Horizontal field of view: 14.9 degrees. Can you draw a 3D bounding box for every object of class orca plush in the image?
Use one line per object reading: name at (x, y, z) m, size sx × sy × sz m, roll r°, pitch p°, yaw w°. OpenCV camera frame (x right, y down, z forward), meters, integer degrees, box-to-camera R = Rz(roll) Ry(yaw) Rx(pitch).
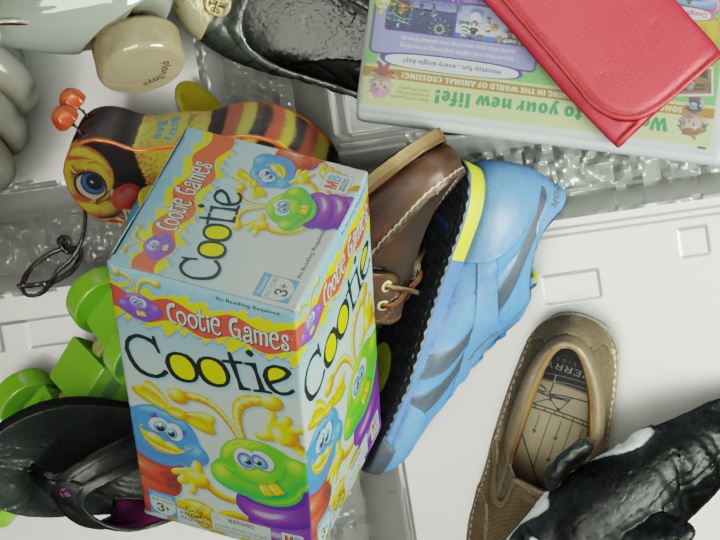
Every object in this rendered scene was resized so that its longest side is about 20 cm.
orca plush at (0.169, 0.136, 1.506) m, size 0.200 × 0.071 × 0.105 m, roll -21°, pitch 127°, yaw -19°

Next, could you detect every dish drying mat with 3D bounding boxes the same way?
dish drying mat at (0.098, -0.164, 1.458) m, size 0.077 × 0.018 × 0.200 m, roll -41°, pitch 86°, yaw 2°

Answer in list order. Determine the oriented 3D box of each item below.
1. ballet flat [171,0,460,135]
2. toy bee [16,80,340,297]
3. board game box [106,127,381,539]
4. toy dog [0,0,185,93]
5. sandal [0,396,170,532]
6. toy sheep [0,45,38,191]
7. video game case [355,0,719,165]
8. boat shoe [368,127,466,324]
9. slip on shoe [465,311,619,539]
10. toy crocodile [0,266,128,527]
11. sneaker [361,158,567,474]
ballet flat at (-0.010, -0.128, 1.521) m, size 0.199 × 0.057 × 0.067 m, roll 19°, pitch 100°, yaw 2°
toy bee at (-0.119, -0.054, 1.509) m, size 0.200 × 0.131 × 0.109 m, roll -27°, pitch 121°, yaw 2°
board game box at (-0.056, 0.041, 1.435) m, size 0.103 × 0.105 × 0.200 m, roll 14°, pitch 140°, yaw 16°
toy dog at (-0.176, -0.153, 1.461) m, size 0.132 × 0.200 × 0.096 m, roll 55°, pitch 147°, yaw 21°
sandal at (-0.118, 0.115, 1.539) m, size 0.200 × 0.048 × 0.076 m, roll 6°, pitch 114°, yaw -20°
toy sheep at (-0.248, -0.087, 1.529) m, size 0.138 × 0.138 × 0.200 m, roll 27°, pitch 80°, yaw 3°
video game case at (0.106, -0.159, 1.478) m, size 0.199 × 0.022 × 0.183 m, roll 7°, pitch 90°, yaw 4°
boat shoe at (0.000, 0.000, 1.512) m, size 0.070 × 0.070 × 0.200 m, roll 54°, pitch 133°, yaw 10°
slip on shoe at (0.104, 0.124, 1.546) m, size 0.076 × 0.061 × 0.201 m, roll 15°, pitch 101°, yaw 5°
toy crocodile at (-0.154, 0.066, 1.577) m, size 0.200 × 0.062 × 0.068 m, roll -52°, pitch 49°, yaw 14°
sneaker at (0.057, 0.032, 1.537) m, size 0.078 × 0.066 × 0.201 m, roll 12°, pitch 113°, yaw -25°
